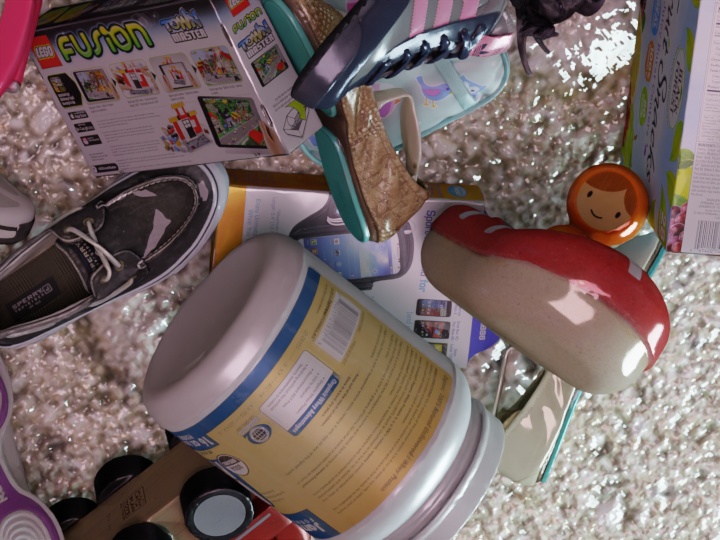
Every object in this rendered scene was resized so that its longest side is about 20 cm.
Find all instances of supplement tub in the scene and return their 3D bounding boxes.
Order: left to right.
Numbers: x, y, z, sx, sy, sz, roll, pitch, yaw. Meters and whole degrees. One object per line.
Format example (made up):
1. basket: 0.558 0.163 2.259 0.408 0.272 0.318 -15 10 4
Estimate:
1. supplement tub: -0.022 0.086 1.725 0.200 0.145 0.145 38 103 -18

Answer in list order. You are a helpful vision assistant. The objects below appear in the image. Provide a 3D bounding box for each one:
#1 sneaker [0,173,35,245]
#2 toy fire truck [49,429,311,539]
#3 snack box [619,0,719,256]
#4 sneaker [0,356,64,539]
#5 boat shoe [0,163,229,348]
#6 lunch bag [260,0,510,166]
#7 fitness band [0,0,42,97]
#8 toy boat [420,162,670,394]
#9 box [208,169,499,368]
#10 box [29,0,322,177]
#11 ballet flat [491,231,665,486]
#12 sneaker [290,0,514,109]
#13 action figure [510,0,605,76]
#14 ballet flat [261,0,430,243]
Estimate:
1. sneaker: -0.275 -0.106 1.716 0.200 0.076 0.115 32 106 -11
2. toy fire truck: -0.093 0.217 1.831 0.176 0.129 0.200 -38 126 14
3. snack box: 0.216 -0.129 1.694 0.067 0.169 0.201 2 110 -6
4. sneaker: -0.263 0.129 1.798 0.075 0.100 0.201 -17 87 -29
5. boat shoe: -0.170 -0.006 1.744 0.200 0.071 0.072 -37 88 15
6. lunch bag: -0.004 -0.167 1.684 0.160 0.077 0.200 -24 127 16
7. fitness band: -0.267 -0.176 1.668 0.143 0.037 0.201 11 82 4
8. toy boat: 0.130 -0.009 1.685 0.130 0.200 0.131 36 89 -19
9. box: 0.000 0.000 1.793 0.199 0.041 0.119 3 109 -8
10. box: -0.120 -0.118 1.673 0.035 0.200 0.110 -40 114 -35
11. ballet flat: 0.134 0.051 1.809 0.069 0.069 0.200 23 106 -11
12. sneaker: 0.045 -0.145 1.577 0.082 0.070 0.200 47 65 -4
13. action figure: 0.126 -0.222 1.680 0.102 0.119 0.200 38 127 11
14. ballet flat: -0.004 -0.107 1.654 0.065 0.071 0.200 -31 133 -14
